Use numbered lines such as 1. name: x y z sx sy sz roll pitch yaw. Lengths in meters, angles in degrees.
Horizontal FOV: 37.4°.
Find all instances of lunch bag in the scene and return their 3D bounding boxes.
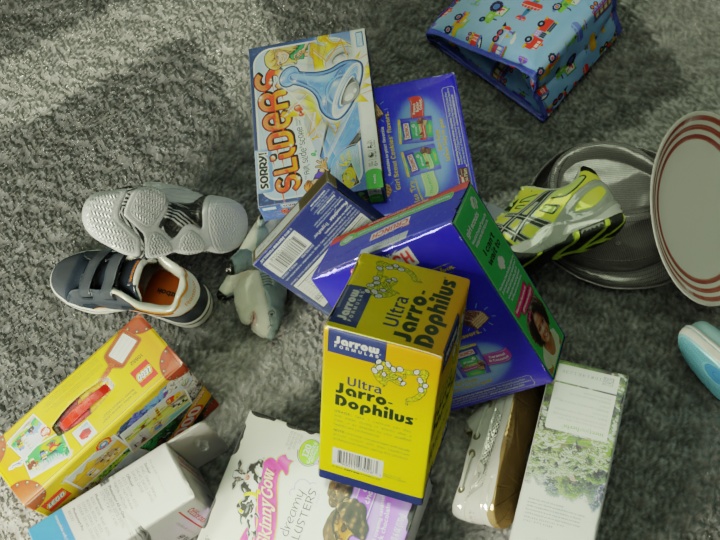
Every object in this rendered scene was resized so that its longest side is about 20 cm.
1. lunch bag: 0.184 -0.299 1.265 0.200 0.094 0.151 37 79 30

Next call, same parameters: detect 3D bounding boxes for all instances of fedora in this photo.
1. fedora: 0.278 -0.076 1.147 0.198 0.090 0.178 15 71 14

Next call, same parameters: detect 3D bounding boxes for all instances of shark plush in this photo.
1. shark plush: -0.092 -0.019 1.213 0.083 0.091 0.201 29 52 -2

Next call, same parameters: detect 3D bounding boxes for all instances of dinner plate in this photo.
1. dinner plate: 0.356 -0.064 1.104 0.024 0.200 0.202 -2 59 51

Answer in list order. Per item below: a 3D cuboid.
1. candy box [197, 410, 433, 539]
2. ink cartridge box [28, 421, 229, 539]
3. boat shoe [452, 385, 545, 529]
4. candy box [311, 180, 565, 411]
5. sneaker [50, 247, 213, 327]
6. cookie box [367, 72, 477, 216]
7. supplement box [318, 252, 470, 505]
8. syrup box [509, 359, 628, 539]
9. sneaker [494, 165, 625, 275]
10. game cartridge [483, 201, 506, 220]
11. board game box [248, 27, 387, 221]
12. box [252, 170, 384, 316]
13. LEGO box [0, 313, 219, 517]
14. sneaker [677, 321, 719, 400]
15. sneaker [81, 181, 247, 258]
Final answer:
1. candy box: -0.048 0.255 1.065 0.198 0.072 0.169 16 70 14
2. ink cartridge box: -0.215 0.244 1.070 0.199 0.116 0.067 -32 66 -5
3. boat shoe: 0.136 0.161 1.081 0.069 0.071 0.201 -3 52 35
4. candy box: 0.078 0.035 1.041 0.168 0.201 0.077 -20 28 32
5. sneaker: -0.267 0.009 1.199 0.198 0.080 0.079 9 69 13
6. cookie box: 0.022 -0.113 1.171 0.198 0.075 0.173 -9 66 4
7. supplement box: 0.029 0.103 0.989 0.108 0.201 0.109 13 41 12
8. syrup box: 0.205 0.198 1.048 0.078 0.082 0.202 12 70 15
9. sneaker: 0.166 -0.040 1.090 0.198 0.075 0.077 -20 70 3
10. game cartridge: 0.068 -0.029 1.189 0.198 0.041 0.134 17 67 15
11. board game box: -0.048 -0.159 1.142 0.134 0.035 0.202 -9 65 6
12. box: 0.000 0.000 1.112 0.121 0.199 0.032 -45 25 18
13. LEGO box: -0.259 0.160 1.094 0.200 0.149 0.077 -43 68 -10
14. sneaker: 0.427 0.093 1.065 0.200 0.080 0.131 41 80 11
15. sneaker: -0.231 -0.057 1.163 0.114 0.199 0.076 13 99 46
